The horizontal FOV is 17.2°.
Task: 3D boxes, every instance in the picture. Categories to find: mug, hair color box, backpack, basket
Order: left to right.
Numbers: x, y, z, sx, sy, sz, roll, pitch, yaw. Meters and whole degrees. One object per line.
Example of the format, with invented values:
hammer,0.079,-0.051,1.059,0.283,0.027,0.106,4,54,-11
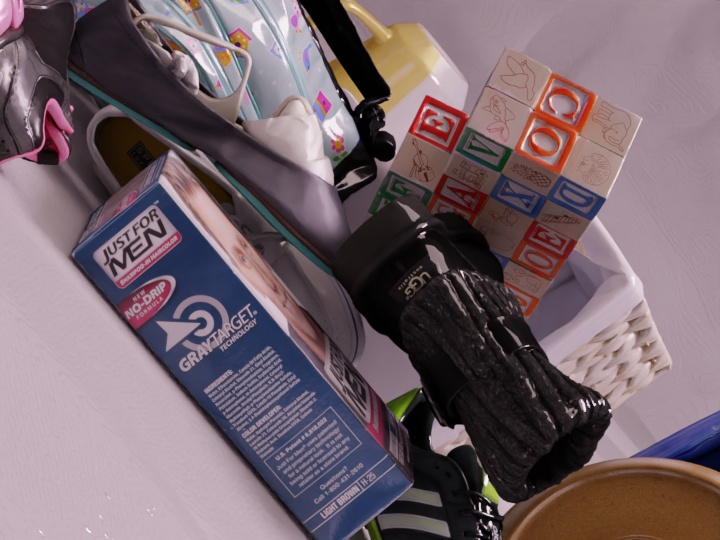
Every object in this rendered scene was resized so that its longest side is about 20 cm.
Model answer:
backpack,-0.087,-0.124,1.403,0.166,0.127,0.201,8,-44,36
hair color box,-0.057,0.039,1.213,0.200,0.060,0.100,50,7,-10
mug,0.020,-0.180,2.431,0.150,0.153,0.187,56,9,28
basket,0.091,0.048,1.588,0.136,0.200,0.123,57,3,38

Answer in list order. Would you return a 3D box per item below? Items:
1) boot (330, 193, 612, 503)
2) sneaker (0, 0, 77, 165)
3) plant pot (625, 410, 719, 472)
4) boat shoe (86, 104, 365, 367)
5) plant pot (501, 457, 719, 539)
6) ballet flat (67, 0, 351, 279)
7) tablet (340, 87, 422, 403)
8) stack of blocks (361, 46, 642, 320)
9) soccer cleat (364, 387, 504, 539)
boot,0.068,0.048,1.270,0.158,0.079,0.211,47,8,14
sneaker,-0.171,-0.096,1.168,0.096,0.079,0.200,61,11,-10
plant pot,0.208,0.229,1.388,0.200,0.199,0.180,57,-6,41
boat shoe,-0.077,-0.016,1.305,0.202,0.075,0.086,50,6,3
plant pot,0.151,0.177,1.297,0.028,0.199,0.200,79,-16,-48
ballet flat,-0.067,-0.078,1.261,0.200,0.073,0.073,37,8,-3
tablet,0.000,0.000,1.491,0.200,0.130,0.014,53,17,11
stack of blocks,0.074,-0.048,1.369,0.115,0.059,0.200,27,-25,0
soccer cleat,0.048,0.144,1.267,0.068,0.081,0.200,43,12,-51
